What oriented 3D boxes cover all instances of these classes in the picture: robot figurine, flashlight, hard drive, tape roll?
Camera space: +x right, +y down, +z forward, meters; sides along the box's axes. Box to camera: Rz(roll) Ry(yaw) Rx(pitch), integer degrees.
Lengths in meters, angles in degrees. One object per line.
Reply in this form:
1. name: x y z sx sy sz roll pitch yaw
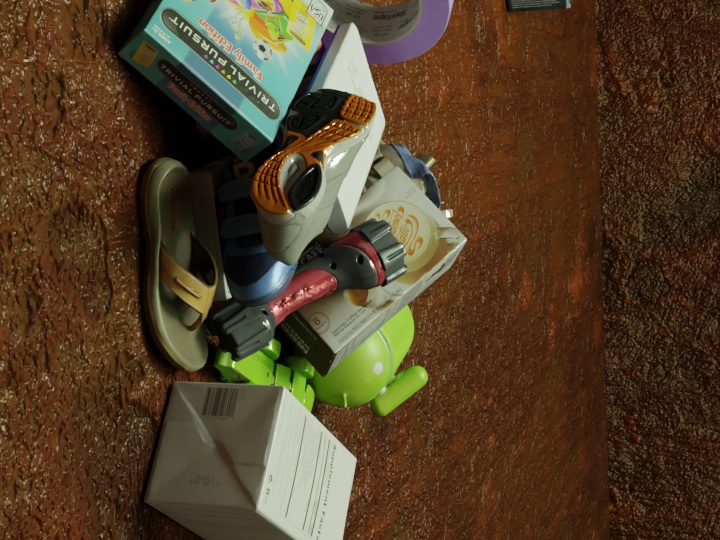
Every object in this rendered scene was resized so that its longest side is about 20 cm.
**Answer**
1. robot figurine: -0.007 0.083 1.382 0.176 0.115 0.200 55 26 -7
2. flashlight: -0.049 0.021 1.169 0.199 0.068 0.068 -31 84 -23
3. hard drive: -0.019 -0.151 1.244 0.201 0.025 0.133 -72 150 -50
4. tape roll: 0.006 -0.320 1.309 0.201 0.199 0.066 63 35 -48

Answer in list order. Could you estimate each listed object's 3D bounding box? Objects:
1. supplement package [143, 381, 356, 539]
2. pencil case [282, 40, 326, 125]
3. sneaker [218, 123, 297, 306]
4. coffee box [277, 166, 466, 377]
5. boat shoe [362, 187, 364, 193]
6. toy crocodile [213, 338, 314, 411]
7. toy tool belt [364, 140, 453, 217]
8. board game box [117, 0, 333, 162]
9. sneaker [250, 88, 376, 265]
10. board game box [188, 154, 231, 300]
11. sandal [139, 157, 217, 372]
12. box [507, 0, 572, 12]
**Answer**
1. supplement package: -0.099 0.200 1.156 0.200 0.120 0.121 55 40 -56
2. pencil case: -0.058 -0.201 1.307 0.200 0.082 0.087 55 28 -54
3. sneaker: -0.100 -0.061 1.131 0.082 0.073 0.201 57 30 -53
4. coffee box: 0.000 0.000 1.269 0.200 0.114 0.080 -39 170 -23
5. boat shoe: -0.028 -0.084 1.337 0.200 0.068 0.074 79 7 -60
6. toy crocodile: -0.099 0.115 1.250 0.200 0.061 0.068 40 52 -57
7. toy tool belt: 0.055 -0.095 1.439 0.200 0.122 0.126 -123 -161 -62
8. board game box: -0.118 -0.223 1.114 0.151 0.047 0.201 40 46 -23
9. sneaker: -0.045 -0.088 1.096 0.092 0.075 0.200 96 19 -45
10. board game box: -0.114 -0.058 1.232 0.200 0.034 0.127 -37 124 -63
11. sandal: -0.159 -0.003 1.094 0.080 0.054 0.202 -24 113 -66
12. box: 0.337 -0.617 2.225 0.201 0.123 0.198 -64 148 -46
